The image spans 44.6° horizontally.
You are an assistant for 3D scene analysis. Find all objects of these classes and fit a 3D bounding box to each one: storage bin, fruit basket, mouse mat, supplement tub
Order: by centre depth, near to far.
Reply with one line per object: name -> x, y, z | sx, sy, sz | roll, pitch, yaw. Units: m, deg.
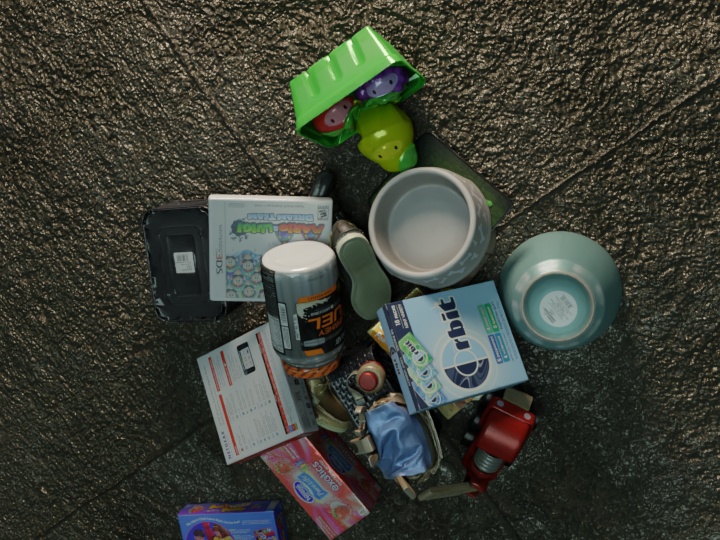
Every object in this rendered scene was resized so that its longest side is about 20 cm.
fruit basket -> 0.012, -0.248, 1.393 | 0.215, 0.155, 0.217 | -2, 85, 24
supplement tub -> -0.090, 0.064, 1.412 | 0.122, 0.123, 0.201 | 1, 117, 14
mouse mat -> 0.125, -0.109, 1.419 | 0.200, 0.008, 0.161 | 43, 99, 19
storage bin -> 0.043, 0.219, 1.489 | 0.094, 0.135, 0.200 | -31, 94, 18
storage bin -> -0.290, -0.018, 1.536 | 0.135, 0.094, 0.201 | -3, 103, 15

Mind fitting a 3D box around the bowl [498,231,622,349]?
bowl -> 0.315, 0.044, 1.399 | 0.200, 0.105, 0.202 | 3, 102, 14

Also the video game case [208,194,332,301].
video game case -> -0.148, -0.034, 1.442 | 0.199, 0.024, 0.183 | 1, 113, -6

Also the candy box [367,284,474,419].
candy box -> 0.122, 0.131, 1.451 | 0.115, 0.055, 0.200 | -43, 89, 16

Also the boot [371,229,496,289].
boot -> 0.125, -0.060, 1.449 | 0.199, 0.070, 0.147 | 20, 98, 15

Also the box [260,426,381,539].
box -> -0.070, 0.363, 1.574 | 0.103, 0.095, 0.200 | -39, 91, 20

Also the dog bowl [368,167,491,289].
dog bowl -> 0.103, -0.071, 1.389 | 0.199, 0.059, 0.201 | -3, 81, 20

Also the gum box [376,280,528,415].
gum box -> 0.144, 0.118, 1.374 | 0.199, 0.045, 0.170 | -12, 75, -25

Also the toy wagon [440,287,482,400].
toy wagon -> 0.166, 0.122, 1.489 | 0.155, 0.040, 0.201 | -2, 101, 14

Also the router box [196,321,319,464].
router box -> -0.181, 0.213, 1.526 | 0.179, 0.049, 0.201 | -26, 74, 29

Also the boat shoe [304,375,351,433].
boat shoe -> -0.090, 0.205, 1.554 | 0.200, 0.074, 0.066 | 39, 114, 3

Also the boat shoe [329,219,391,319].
boat shoe -> 0.000, 0.000, 1.445 | 0.072, 0.061, 0.202 | -25, 136, -7

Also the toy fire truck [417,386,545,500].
toy fire truck -> 0.192, 0.298, 1.418 | 0.128, 0.200, 0.176 | 25, 134, 6

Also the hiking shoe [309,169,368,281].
hiking shoe -> -0.036, -0.074, 1.485 | 0.100, 0.076, 0.201 | 1, 112, 5

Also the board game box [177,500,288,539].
board game box -> -0.238, 0.514, 1.677 | 0.199, 0.045, 0.135 | -6, 101, 15

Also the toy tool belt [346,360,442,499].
toy tool belt -> 0.045, 0.245, 1.358 | 0.125, 0.123, 0.200 | -27, 94, 17
